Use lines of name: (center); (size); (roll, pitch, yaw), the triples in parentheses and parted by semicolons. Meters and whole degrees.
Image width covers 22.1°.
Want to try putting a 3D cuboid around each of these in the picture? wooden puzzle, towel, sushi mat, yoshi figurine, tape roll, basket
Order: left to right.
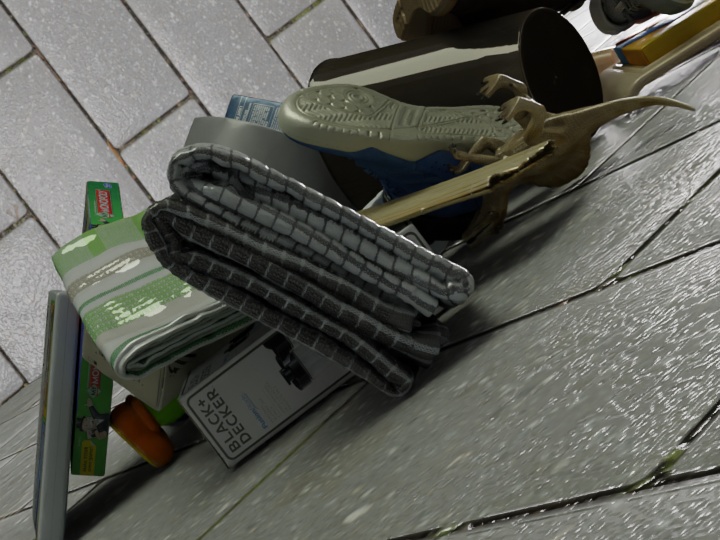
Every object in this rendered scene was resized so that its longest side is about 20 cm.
towel: (-0.131, -0.004, 1.290); (0.149, 0.031, 0.200); (-26, 31, -12)
yoshi figurine: (-0.108, 0.073, 1.484); (0.200, 0.112, 0.112); (-52, -32, -6)
tape roll: (-0.066, -0.069, 1.633); (0.200, 0.200, 0.066); (168, 122, -74)
towel: (-0.035, -0.004, 1.130); (0.086, 0.199, 0.166); (-63, 3, 1)
sushi mat: (0.036, -0.046, 1.272); (0.200, 0.012, 0.096); (-19, 7, 38)
basket: (0.085, -0.129, 1.508); (0.200, 0.180, 0.136); (-20, 33, 39)
wooden puzzle: (0.275, -0.203, 1.499); (0.200, 0.037, 0.185); (-37, 7, 3)

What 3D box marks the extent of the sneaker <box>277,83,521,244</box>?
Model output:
sneaker: (0.024, -0.071, 1.369); (0.077, 0.199, 0.112); (-117, 38, -47)

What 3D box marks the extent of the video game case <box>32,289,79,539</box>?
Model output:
video game case: (-0.248, 0.117, 1.502); (0.022, 0.201, 0.182); (5, -1, -11)

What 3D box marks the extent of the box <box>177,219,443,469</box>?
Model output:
box: (-0.029, 0.045, 1.280); (0.200, 0.060, 0.117); (-37, 6, 3)

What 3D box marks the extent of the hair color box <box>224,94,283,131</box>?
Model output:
hair color box: (-0.028, -0.110, 1.731); (0.199, 0.100, 0.061); (15, 84, 36)

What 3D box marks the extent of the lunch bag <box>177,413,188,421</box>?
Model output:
lunch bag: (-0.139, 0.038, 1.611); (0.170, 0.128, 0.200); (-39, -4, -12)

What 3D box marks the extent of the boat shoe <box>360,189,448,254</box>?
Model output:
boat shoe: (0.000, 0.000, 1.444); (0.066, 0.070, 0.200); (-26, 20, 51)

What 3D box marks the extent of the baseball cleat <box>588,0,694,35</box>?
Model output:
baseball cleat: (0.230, -0.225, 1.511); (0.106, 0.070, 0.200); (-37, -4, 26)

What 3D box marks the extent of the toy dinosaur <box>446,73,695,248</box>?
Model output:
toy dinosaur: (0.130, -0.097, 1.304); (0.200, 0.101, 0.058); (-36, 37, 31)

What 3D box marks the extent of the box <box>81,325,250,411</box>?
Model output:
box: (-0.114, 0.011, 1.387); (0.200, 0.082, 0.069); (-44, -22, -38)

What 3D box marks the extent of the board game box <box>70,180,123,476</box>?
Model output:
board game box: (-0.211, 0.044, 1.469); (0.029, 0.201, 0.135); (4, 19, -11)

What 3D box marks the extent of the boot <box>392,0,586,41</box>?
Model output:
boot: (0.121, -0.244, 1.501); (0.166, 0.073, 0.200); (-13, -9, -13)

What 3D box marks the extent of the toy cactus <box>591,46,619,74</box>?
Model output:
toy cactus: (0.159, -0.164, 1.664); (0.165, 0.103, 0.200); (-23, 4, 26)
